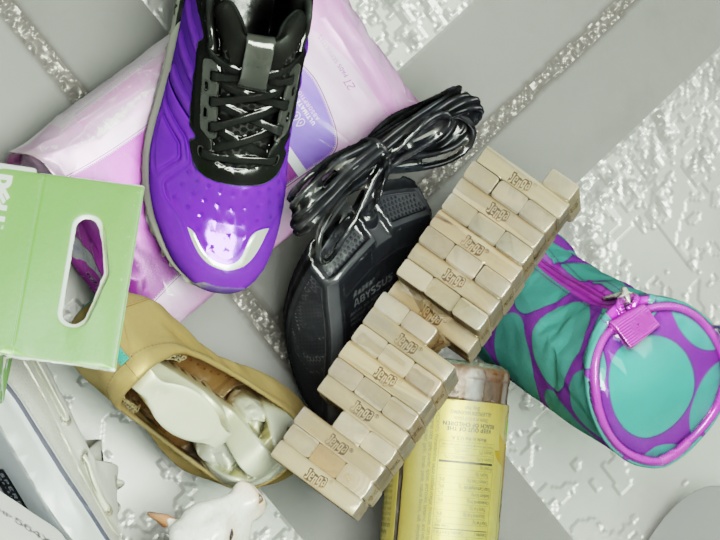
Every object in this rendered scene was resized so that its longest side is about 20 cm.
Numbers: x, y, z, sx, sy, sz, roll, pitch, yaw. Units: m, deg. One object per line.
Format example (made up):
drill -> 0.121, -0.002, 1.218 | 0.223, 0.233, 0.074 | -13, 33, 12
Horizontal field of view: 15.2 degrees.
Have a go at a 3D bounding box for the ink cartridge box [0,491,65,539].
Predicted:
ink cartridge box -> -0.254, 0.183, 1.304 | 0.146, 0.084, 0.200 | 35, 101, -17

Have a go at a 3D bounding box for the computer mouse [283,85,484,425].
computer mouse -> 0.000, 0.000, 1.414 | 0.138, 0.053, 0.201 | -33, 140, -36

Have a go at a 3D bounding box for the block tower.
block tower -> 0.034, 0.029, 1.370 | 0.058, 0.054, 0.200 | 35, 85, 9

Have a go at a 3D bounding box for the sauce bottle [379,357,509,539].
sauce bottle -> 0.040, 0.147, 1.417 | 0.064, 0.065, 0.201 | 7, 87, -21

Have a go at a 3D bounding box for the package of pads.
package of pads -> -0.073, -0.069, 1.405 | 0.200, 0.076, 0.121 | -38, 101, -16

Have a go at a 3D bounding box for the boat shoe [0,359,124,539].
boat shoe -> -0.151, 0.115, 1.385 | 0.070, 0.071, 0.200 | -46, 116, -41

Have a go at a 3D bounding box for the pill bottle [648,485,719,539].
pill bottle -> 0.255, 0.207, 1.518 | 0.200, 0.112, 0.112 | 34, 80, -19

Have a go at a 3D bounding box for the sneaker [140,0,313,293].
sneaker -> -0.061, -0.090, 1.315 | 0.069, 0.099, 0.201 | 5, 86, -15

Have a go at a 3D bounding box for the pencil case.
pencil case -> 0.119, 0.033, 1.414 | 0.085, 0.200, 0.093 | -18, 108, -16

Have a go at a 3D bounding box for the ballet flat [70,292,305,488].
ballet flat -> -0.077, 0.077, 1.370 | 0.069, 0.063, 0.200 | -46, 139, 7

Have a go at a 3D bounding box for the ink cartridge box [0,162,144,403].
ink cartridge box -> -0.211, 0.001, 1.311 | 0.199, 0.059, 0.104 | 8, 62, -2

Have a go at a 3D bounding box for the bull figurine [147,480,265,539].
bull figurine -> -0.065, 0.205, 1.398 | 0.121, 0.065, 0.201 | 1, 96, -52
